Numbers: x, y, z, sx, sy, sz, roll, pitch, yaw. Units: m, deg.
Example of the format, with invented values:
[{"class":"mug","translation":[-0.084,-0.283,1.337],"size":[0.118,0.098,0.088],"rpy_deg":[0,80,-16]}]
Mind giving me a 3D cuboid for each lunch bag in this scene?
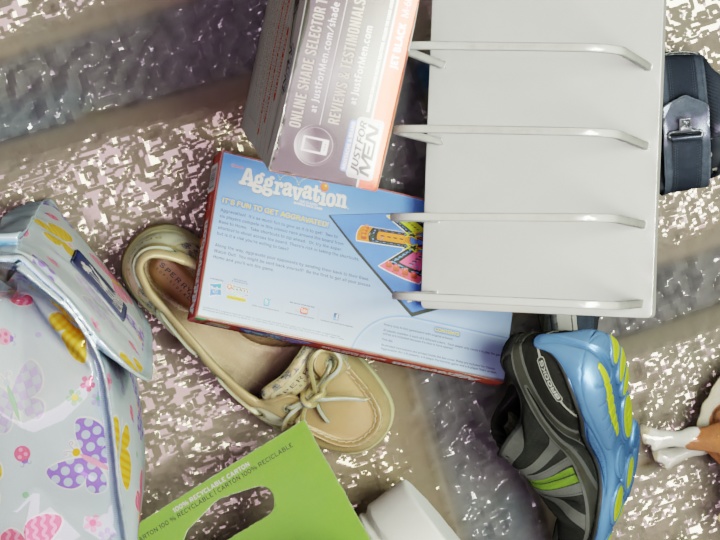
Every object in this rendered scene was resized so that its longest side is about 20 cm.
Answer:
[{"class":"lunch bag","translation":[-0.181,0.067,1.163],"size":[0.127,0.170,0.200],"rpy_deg":[-6,100,-3]}]

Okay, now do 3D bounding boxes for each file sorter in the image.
[{"class":"file sorter","translation":[0.092,-0.074,1.140],"size":[0.139,0.125,0.200],"rpy_deg":[2,91,16]}]

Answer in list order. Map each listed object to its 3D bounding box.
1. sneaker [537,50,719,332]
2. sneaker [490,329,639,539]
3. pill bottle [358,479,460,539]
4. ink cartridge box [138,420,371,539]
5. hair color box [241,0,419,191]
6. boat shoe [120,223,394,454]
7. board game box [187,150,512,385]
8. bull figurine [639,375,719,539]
[{"class":"sneaker","translation":[0.178,-0.037,1.237],"size":[0.146,0.077,0.202],"rpy_deg":[-1,99,-4]},{"class":"sneaker","translation":[0.124,0.105,1.239],"size":[0.083,0.071,0.200],"rpy_deg":[10,138,22]},{"class":"pill bottle","translation":[-0.022,0.225,1.241],"size":[0.200,0.114,0.114],"rpy_deg":[-40,102,1]},{"class":"ink cartridge box","translation":[-0.054,0.199,1.154],"size":[0.148,0.076,0.200],"rpy_deg":[-32,69,4]},{"class":"hair color box","translation":[-0.021,-0.115,1.135],"size":[0.064,0.200,0.111],"rpy_deg":[11,99,-8]},{"class":"boat shoe","translation":[-0.063,0.050,1.229],"size":[0.200,0.063,0.073],"rpy_deg":[35,94,-12]},{"class":"board game box","translation":[0.000,0.000,1.215],"size":[0.200,0.019,0.103],"rpy_deg":[13,77,-19]},{"class":"bull figurine","translation":[0.249,0.125,1.274],"size":[0.121,0.065,0.200],"rpy_deg":[-17,88,11]}]
